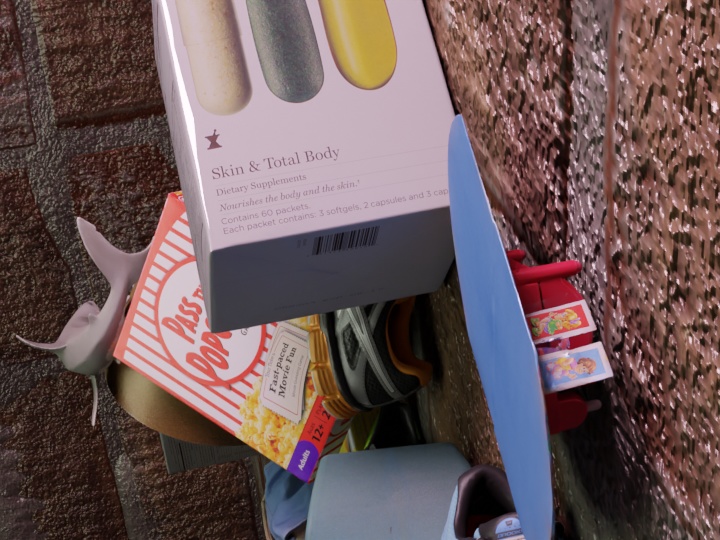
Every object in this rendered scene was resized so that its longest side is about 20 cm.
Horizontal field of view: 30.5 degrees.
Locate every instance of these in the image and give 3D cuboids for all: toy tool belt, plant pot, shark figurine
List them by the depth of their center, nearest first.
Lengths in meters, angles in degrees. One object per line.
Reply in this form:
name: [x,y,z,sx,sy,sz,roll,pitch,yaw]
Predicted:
plant pot: [0.030,0.217,0.818,0.142,0.141,0.200,89,174,-47]
shark figurine: [-0.238,0.048,1.101,0.214,0.089,0.129,135,145,-61]
plant pot: [-0.119,0.018,1.152,0.187,0.186,0.201,-113,32,-53]
toy tool belt: [-0.040,0.222,1.215,0.123,0.125,0.200,59,179,-25]

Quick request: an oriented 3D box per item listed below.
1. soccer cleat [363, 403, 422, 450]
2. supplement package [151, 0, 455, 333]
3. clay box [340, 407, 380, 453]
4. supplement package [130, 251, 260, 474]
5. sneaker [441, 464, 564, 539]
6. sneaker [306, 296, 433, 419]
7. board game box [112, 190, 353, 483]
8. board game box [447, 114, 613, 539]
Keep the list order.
soccer cleat: [0.019,0.178,0.958,0.200,0.067,0.081,-89,1,-56]
supplement package: [-0.037,-0.090,0.793,0.151,0.151,0.201,106,152,-69]
clay box: [-0.001,0.122,1.147,0.115,0.047,0.201,95,162,-55]
supplement package: [-0.125,0.080,1.380,0.147,0.199,0.192,92,165,-55]
sneaker: [0.075,0.167,0.656,0.200,0.078,0.090,-121,25,-64]
sneaker: [0.000,0.000,0.919,0.078,0.077,0.201,-19,-82,-66]
board game box: [-0.085,0.048,1.030,0.046,0.200,0.152,-22,-42,-61]
board game box: [0.079,0.028,0.599,0.158,0.039,0.200,82,177,-51]
